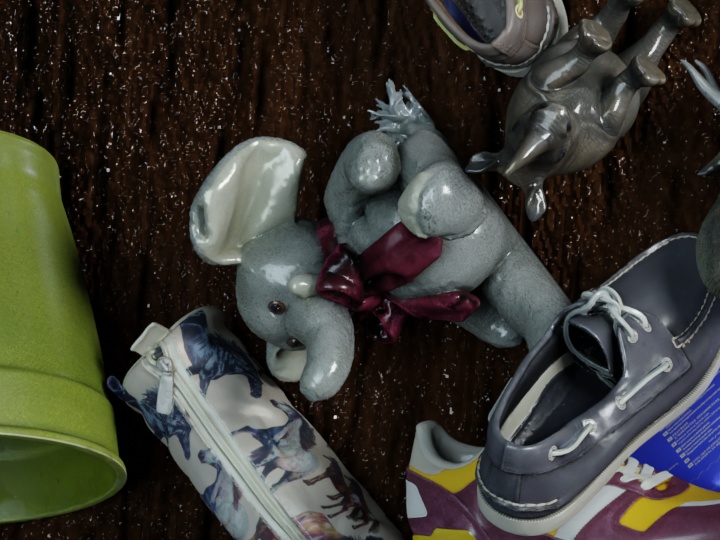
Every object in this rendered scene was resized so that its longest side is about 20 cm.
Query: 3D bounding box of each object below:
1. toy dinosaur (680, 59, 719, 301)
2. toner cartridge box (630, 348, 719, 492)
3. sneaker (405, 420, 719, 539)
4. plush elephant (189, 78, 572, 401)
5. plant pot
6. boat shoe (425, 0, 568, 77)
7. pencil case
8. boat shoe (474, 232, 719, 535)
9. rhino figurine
[{"bbox_3d":[0.208,-0.018,1.296,0.102,0.077,0.200,-2,54,20],"label":"toy dinosaur"},{"bbox_3d":[0.178,0.113,1.336,0.200,0.043,0.095,-44,68,16],"label":"toner cartridge box"},{"bbox_3d":[0.112,0.109,1.304,0.200,0.075,0.090,-6,88,25],"label":"sneaker"},{"bbox_3d":[0.000,0.000,1.373,0.155,0.165,0.200,-38,41,5],"label":"plush elephant"},{"bbox_3d":[-0.233,0.027,1.477,0.200,0.200,0.193,-12,69,25],"label":"plant pot"},{"bbox_3d":[0.044,-0.196,1.419,0.072,0.060,0.200,-33,72,21],"label":"boat shoe"},{"bbox_3d":[-0.052,0.113,1.424,0.078,0.089,0.200,-46,69,19],"label":"pencil case"},{"bbox_3d":[0.124,0.042,1.279,0.073,0.063,0.200,25,56,27],"label":"boat shoe"},{"bbox_3d":[0.107,-0.083,1.313,0.060,0.200,0.087,41,122,0],"label":"rhino figurine"}]
